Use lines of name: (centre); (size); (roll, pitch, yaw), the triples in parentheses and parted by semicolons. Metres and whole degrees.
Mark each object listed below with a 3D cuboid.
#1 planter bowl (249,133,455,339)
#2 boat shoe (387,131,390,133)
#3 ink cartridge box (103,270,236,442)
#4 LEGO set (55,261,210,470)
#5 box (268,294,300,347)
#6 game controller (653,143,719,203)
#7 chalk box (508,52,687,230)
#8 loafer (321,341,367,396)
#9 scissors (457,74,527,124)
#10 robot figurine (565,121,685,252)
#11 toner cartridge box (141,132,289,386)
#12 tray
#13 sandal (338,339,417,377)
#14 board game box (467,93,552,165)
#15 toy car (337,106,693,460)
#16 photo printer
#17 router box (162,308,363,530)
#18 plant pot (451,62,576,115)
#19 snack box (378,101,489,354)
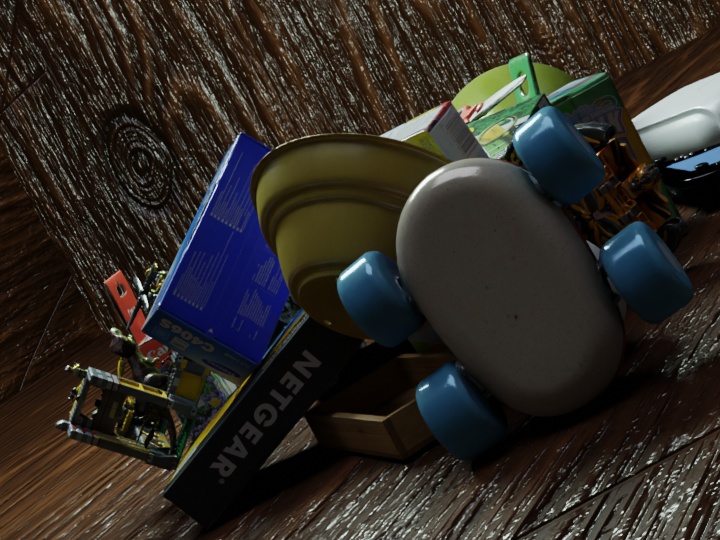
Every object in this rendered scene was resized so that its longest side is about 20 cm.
planter bowl: (0.007, -0.007, 1.140); (0.200, 0.200, 0.084); (-23, 44, 45)
boat shoe: (0.046, -0.105, 1.521); (0.199, 0.061, 0.076); (-6, -29, -41)
ink cartridge box: (-0.170, 0.082, 1.507); (0.050, 0.201, 0.109); (-28, 6, 2)
LEGO set: (-0.198, 0.074, 1.375); (0.201, 0.115, 0.154); (-66, 18, 13)
box: (0.000, 0.000, 1.428); (0.199, 0.087, 0.164); (-27, 4, 5)
game controller: (0.330, -0.098, 1.478); (0.104, 0.042, 0.200); (-29, 7, 1)
chalk box: (0.174, -0.094, 1.391); (0.123, 0.201, 0.124); (-30, 5, -8)
loafer: (-0.032, 0.074, 1.561); (0.072, 0.073, 0.200); (-28, 7, -3)
scissors: (0.104, -0.143, 1.389); (0.200, 0.014, 0.073); (-46, 13, 54)
robot figurine: (0.166, -0.033, 1.267); (0.058, 0.145, 0.200); (-41, 4, -40)
toner cartridge box: (-0.099, -0.012, 1.298); (0.043, 0.095, 0.201); (-47, 17, 50)
tray: (0.032, 0.102, 1.208); (0.098, 0.037, 0.200); (-31, 5, -18)
sandal: (0.054, 0.045, 1.368); (0.199, 0.045, 0.075); (-14, -15, -43)
board game box: (0.060, -0.082, 1.305); (0.199, 0.024, 0.105); (-20, 22, 37)
toy car: (0.117, 0.007, 1.068); (0.184, 0.177, 0.200); (-39, -10, 16)
photo printer: (0.378, -0.166, 1.685); (0.166, 0.070, 0.200); (-32, 7, -29)
router box: (-0.073, 0.103, 1.285); (0.200, 0.051, 0.149); (-51, 4, 7)
plant pot: (0.186, -0.100, 1.640); (0.186, 0.188, 0.200); (-28, 22, 5)
snack box: (0.066, -0.018, 1.241); (0.142, 0.200, 0.053); (-23, 20, 41)
